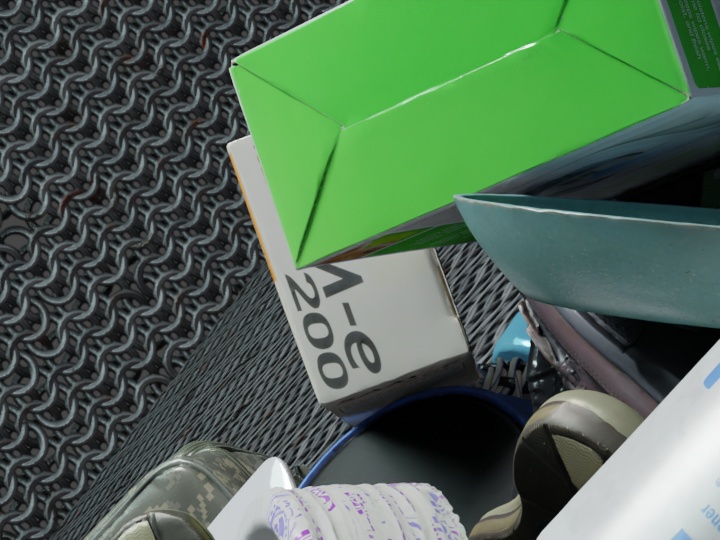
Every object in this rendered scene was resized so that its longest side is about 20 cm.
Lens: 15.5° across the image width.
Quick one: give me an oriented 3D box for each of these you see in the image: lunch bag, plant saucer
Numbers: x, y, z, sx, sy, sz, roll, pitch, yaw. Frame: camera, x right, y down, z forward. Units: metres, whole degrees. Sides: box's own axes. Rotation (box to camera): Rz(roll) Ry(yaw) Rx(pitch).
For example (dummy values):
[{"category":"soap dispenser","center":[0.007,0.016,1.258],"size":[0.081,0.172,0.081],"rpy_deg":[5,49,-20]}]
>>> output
[{"category":"lunch bag","center":[-0.110,0.208,1.669],"size":[0.200,0.139,0.168],"rpy_deg":[-48,-9,11]},{"category":"plant saucer","center":[0.131,-0.001,0.925],"size":[0.200,0.200,0.036],"rpy_deg":[-142,56,-83]}]

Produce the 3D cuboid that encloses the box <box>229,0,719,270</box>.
[{"category":"box","center":[0.083,-0.082,1.073],"size":[0.200,0.097,0.176],"rpy_deg":[-23,-9,36]}]

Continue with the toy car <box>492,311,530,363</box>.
[{"category":"toy car","center":[0.108,-0.060,1.431],"size":[0.184,0.200,0.177],"rpy_deg":[-53,8,-26]}]

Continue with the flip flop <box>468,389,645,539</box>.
[{"category":"flip flop","center":[0.087,0.084,0.944],"size":[0.058,0.081,0.200],"rpy_deg":[-51,-15,-21]}]

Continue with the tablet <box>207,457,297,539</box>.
[{"category":"tablet","center":[-0.045,0.201,1.273],"size":[0.130,0.014,0.200],"rpy_deg":[-51,43,26]}]

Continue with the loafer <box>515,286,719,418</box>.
[{"category":"loafer","center":[0.110,0.050,0.998],"size":[0.072,0.200,0.063],"rpy_deg":[-3,-52,-42]}]

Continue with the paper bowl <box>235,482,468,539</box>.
[{"category":"paper bowl","center":[0.016,0.175,0.937],"size":[0.201,0.104,0.201],"rpy_deg":[178,90,-77]}]

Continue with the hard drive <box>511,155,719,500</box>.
[{"category":"hard drive","center":[0.151,0.017,1.068],"size":[0.200,0.038,0.140],"rpy_deg":[-24,46,41]}]

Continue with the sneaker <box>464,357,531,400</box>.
[{"category":"sneaker","center":[0.082,0.079,1.332],"size":[0.200,0.085,0.077],"rpy_deg":[-43,9,35]}]

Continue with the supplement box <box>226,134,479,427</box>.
[{"category":"supplement box","center":[0.000,0.000,1.235],"size":[0.073,0.126,0.200],"rpy_deg":[-20,-8,1]}]

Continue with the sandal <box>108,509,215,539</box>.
[{"category":"sandal","center":[-0.074,0.212,1.243],"size":[0.080,0.201,0.057],"rpy_deg":[-9,-10,9]}]

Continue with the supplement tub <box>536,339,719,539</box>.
[{"category":"supplement tub","center":[0.149,0.070,0.789],"size":[0.200,0.132,0.132],"rpy_deg":[-49,7,8]}]

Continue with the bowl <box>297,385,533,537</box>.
[{"category":"bowl","center":[0.025,0.142,1.172],"size":[0.201,0.039,0.201],"rpy_deg":[-29,44,33]}]
